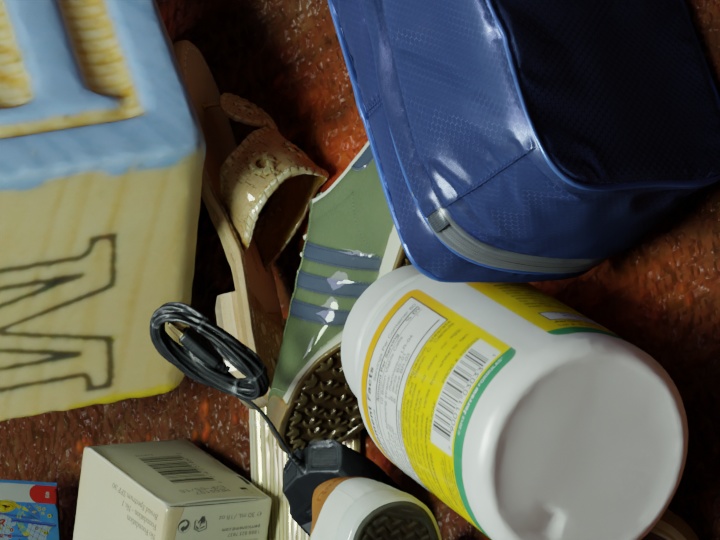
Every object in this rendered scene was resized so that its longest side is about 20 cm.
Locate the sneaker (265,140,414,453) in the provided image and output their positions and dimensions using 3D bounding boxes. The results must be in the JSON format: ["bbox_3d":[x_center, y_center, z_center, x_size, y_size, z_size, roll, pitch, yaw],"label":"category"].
[{"bbox_3d":[0.000,0.000,1.585,0.200,0.067,0.090,-58,43,33],"label":"sneaker"}]

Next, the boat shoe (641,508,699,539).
[{"bbox_3d":[0.085,0.180,1.461,0.073,0.065,0.200,38,131,-4],"label":"boat shoe"}]

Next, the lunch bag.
[{"bbox_3d":[0.070,-0.098,1.431,0.132,0.135,0.201,-36,63,45],"label":"lunch bag"}]

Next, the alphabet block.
[{"bbox_3d":[-0.204,-0.051,1.665,0.200,0.195,0.196,98,159,-46],"label":"alphabet block"}]

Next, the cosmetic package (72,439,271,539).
[{"bbox_3d":[-0.117,0.208,1.716,0.103,0.073,0.201,27,113,52],"label":"cosmetic package"}]

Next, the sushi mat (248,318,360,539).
[{"bbox_3d":[-0.031,0.126,1.663,0.095,0.012,0.201,-2,90,52],"label":"sushi mat"}]

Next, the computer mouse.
[{"bbox_3d":[-0.035,0.086,1.569,0.059,0.034,0.200,-23,115,43],"label":"computer mouse"}]

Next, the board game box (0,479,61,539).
[{"bbox_3d":[-0.214,0.259,1.777,0.196,0.056,0.201,-105,23,-62],"label":"board game box"}]

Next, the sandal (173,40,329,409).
[{"bbox_3d":[-0.047,-0.033,1.651,0.069,0.078,0.213,-15,74,17],"label":"sandal"}]

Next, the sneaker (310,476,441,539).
[{"bbox_3d":[0.013,0.193,1.468,0.085,0.073,0.201,-154,57,-62],"label":"sneaker"}]

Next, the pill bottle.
[{"bbox_3d":[0.065,0.061,1.445,0.200,0.112,0.113,-148,64,-63],"label":"pill bottle"}]
